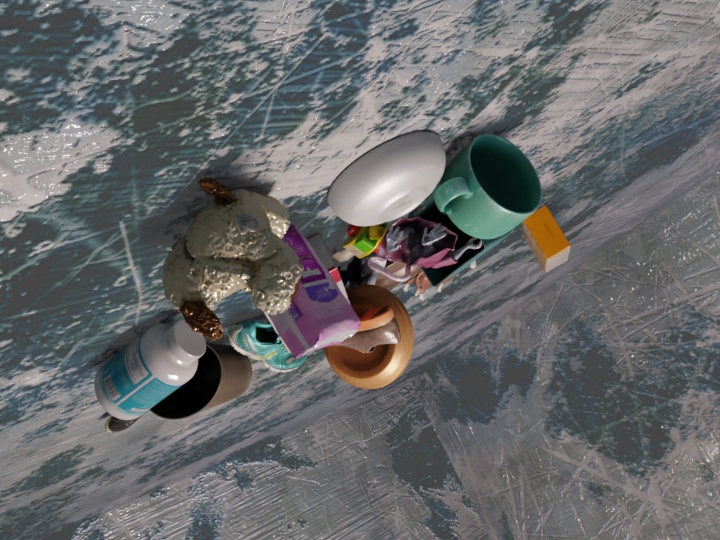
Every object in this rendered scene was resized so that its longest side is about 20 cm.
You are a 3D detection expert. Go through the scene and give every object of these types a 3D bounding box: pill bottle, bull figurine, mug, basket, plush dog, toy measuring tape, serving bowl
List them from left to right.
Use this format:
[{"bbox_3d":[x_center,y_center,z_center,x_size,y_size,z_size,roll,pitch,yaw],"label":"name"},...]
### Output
[{"bbox_3d":[-0.353,0.164,1.299,0.199,0.112,0.110,-35,164,25],"label":"pill bottle"},{"bbox_3d":[-0.304,0.208,1.509,0.179,0.137,0.200,-28,170,14],"label":"basket"},{"bbox_3d":[-0.183,-0.016,0.958,0.172,0.201,0.160,-43,128,17],"label":"plush dog"},{"bbox_3d":[0.001,-0.060,1.322,0.073,0.074,0.200,-22,180,-20],"label":"toy measuring tape"},{"bbox_3d":[0.050,-0.125,1.163,0.198,0.066,0.200,-27,164,-8],"label":"serving bowl"},{"bbox_3d":[0.193,0.005,1.847,0.198,0.065,0.122,-13,147,-38],"label":"bull figurine"},{"bbox_3d":[0.192,-0.134,1.252,0.183,0.154,0.114,20,145,-23],"label":"mug"}]

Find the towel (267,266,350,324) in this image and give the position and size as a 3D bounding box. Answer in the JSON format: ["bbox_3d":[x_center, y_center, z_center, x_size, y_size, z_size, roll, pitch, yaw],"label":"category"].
[{"bbox_3d":[-0.111,0.056,1.521,0.146,0.050,0.200,-17,161,-23],"label":"towel"}]

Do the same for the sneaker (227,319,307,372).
[{"bbox_3d":[-0.174,0.149,1.526,0.079,0.078,0.199,-24,146,32],"label":"sneaker"}]

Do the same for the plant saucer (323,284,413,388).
[{"bbox_3d":[0.006,0.128,1.468,0.199,0.202,0.037,-35,164,24],"label":"plant saucer"}]

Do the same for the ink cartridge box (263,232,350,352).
[{"bbox_3d":[-0.100,0.044,1.333,0.144,0.084,0.201,-28,151,-5],"label":"ink cartridge box"}]

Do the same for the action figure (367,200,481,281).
[{"bbox_3d":[0.112,-0.029,1.280,0.150,0.133,0.200,-58,166,-1],"label":"action figure"}]

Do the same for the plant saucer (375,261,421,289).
[{"bbox_3d":[0.082,-0.011,1.669,0.198,0.035,0.200,-27,166,-7],"label":"plant saucer"}]

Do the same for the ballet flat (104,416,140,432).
[{"bbox_3d":[-0.482,0.285,1.618,0.199,0.057,0.067,-35,-153,27],"label":"ballet flat"}]

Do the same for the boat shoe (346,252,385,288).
[{"bbox_3d":[0.000,0.000,1.509,0.056,0.069,0.200,-6,156,-17],"label":"boat shoe"}]

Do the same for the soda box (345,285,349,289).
[{"bbox_3d":[-0.021,0.088,1.750,0.070,0.064,0.200,-30,165,9],"label":"soda box"}]

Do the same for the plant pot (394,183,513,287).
[{"bbox_3d":[0.196,-0.086,1.441,0.141,0.142,0.199,-40,169,38],"label":"plant pot"}]

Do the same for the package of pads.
[{"bbox_3d":[-0.095,0.027,1.141,0.076,0.201,0.120,-41,165,26],"label":"package of pads"}]

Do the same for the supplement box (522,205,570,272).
[{"bbox_3d":[0.484,-0.078,1.998,0.073,0.127,0.200,-30,165,6],"label":"supplement box"}]

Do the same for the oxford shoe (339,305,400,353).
[{"bbox_3d":[-0.013,0.127,1.420,0.198,0.074,0.071,-17,-165,38],"label":"oxford shoe"}]
